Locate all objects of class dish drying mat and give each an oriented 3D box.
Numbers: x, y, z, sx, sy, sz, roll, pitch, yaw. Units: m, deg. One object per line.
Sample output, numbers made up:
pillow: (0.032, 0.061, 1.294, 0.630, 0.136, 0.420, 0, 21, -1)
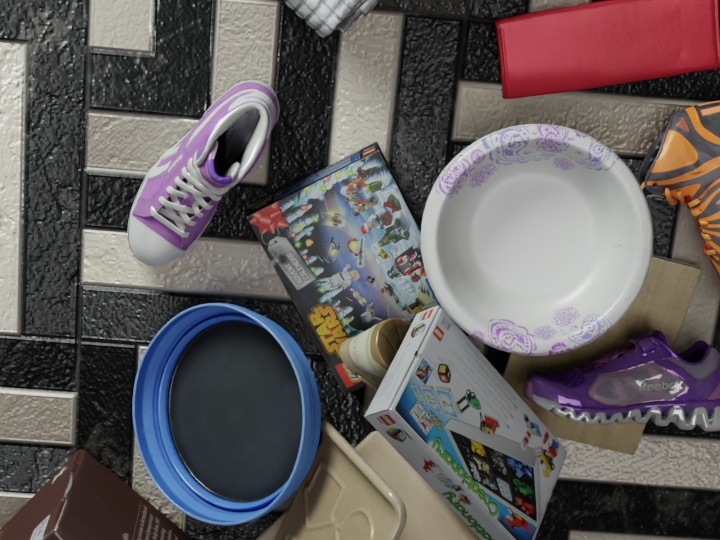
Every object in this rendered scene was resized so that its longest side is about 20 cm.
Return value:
dish drying mat: (0.222, -0.204, 1.194, 0.200, 0.018, 0.077, -9, 108, -1)

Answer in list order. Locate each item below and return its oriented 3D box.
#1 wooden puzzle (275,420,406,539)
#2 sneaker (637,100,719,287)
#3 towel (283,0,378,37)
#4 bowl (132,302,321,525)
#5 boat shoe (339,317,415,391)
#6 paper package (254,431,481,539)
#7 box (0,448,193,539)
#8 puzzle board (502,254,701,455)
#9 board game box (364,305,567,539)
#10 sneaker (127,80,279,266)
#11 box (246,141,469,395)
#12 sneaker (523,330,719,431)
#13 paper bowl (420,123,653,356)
wooden puzzle: (-0.023, 0.253, 1.149, 0.046, 0.185, 0.200, 18, 97, -24)
sneaker: (0.311, -0.054, 1.223, 0.112, 0.078, 0.200, -4, 97, 3)
towel: (-0.017, -0.317, 1.116, 0.166, 0.086, 0.200, 40, 100, -15)
bowl: (-0.122, 0.130, 1.220, 0.200, 0.039, 0.201, 0, 90, 32)
boat shoe: (0.067, 0.109, 1.232, 0.200, 0.072, 0.065, 33, 145, -32)
paper package: (0.029, 0.276, 1.253, 0.191, 0.103, 0.200, -43, 77, 10)
box: (-0.253, 0.315, 1.260, 0.200, 0.166, 0.164, 43, 102, -13)
puzzle board: (0.224, 0.070, 1.282, 0.150, 0.017, 0.200, 14, 106, -6)
board game box: (0.098, 0.145, 1.177, 0.035, 0.126, 0.200, -21, 119, 43)
sneaker: (-0.146, -0.078, 1.169, 0.073, 0.114, 0.201, 32, 105, -13)
box: (0.000, 0.000, 1.237, 0.137, 0.040, 0.200, -27, 107, 7)
sneaker: (0.252, 0.098, 1.248, 0.200, 0.080, 0.089, 3, 101, -7)
paper bowl: (0.154, -0.029, 1.189, 0.200, 0.104, 0.201, 0, 95, 2)
